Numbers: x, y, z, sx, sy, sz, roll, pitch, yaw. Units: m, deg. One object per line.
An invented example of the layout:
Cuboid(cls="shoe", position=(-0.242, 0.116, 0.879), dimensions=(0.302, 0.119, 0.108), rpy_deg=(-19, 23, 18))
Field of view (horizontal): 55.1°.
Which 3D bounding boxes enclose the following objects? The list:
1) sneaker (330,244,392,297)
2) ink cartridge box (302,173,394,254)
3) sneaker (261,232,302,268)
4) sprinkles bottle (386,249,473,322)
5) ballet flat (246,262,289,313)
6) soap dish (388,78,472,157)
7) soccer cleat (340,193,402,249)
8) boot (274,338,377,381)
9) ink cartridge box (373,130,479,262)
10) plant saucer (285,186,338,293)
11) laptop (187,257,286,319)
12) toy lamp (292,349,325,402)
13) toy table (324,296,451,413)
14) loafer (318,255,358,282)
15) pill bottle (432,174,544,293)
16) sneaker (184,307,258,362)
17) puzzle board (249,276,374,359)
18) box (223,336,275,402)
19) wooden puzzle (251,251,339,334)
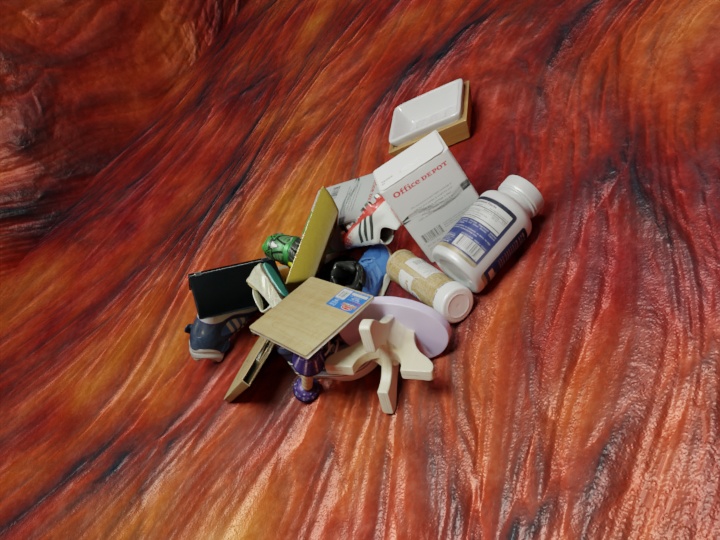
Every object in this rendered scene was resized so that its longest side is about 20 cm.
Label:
Cuboid(cls="sneaker", position=(0.001, 0.000, 1.351), dimensions=(0.076, 0.111, 0.201), rpy_deg=(-12, 44, 35))
Cuboid(cls="ink cartridge box", position=(-0.014, -0.126, 1.525), dimensions=(0.199, 0.083, 0.147), rpy_deg=(-12, 44, 35))
Cuboid(cls="sneaker", position=(-0.160, -0.049, 1.457), dimensions=(0.200, 0.085, 0.079), rpy_deg=(112, 179, -85))
Cuboid(cls="sprinkles bottle", position=(0.121, 0.024, 1.248), dimensions=(0.068, 0.068, 0.200), rpy_deg=(-44, 34, -5))
Cuboid(cls="ballet flat", position=(-0.150, 0.071, 1.278), dimensions=(0.062, 0.067, 0.200), rpy_deg=(-42, 57, 8))
Cuboid(cls="soap dish", position=(0.166, -0.341, 1.587), dimensions=(0.199, 0.081, 0.158), rpy_deg=(-19, 40, 29))
Cuboid(cls="soccer cleat", position=(0.021, -0.076, 1.372), dimensions=(0.069, 0.085, 0.200), rpy_deg=(-41, -3, -32))
Cuboid(cls="boot", position=(-0.065, 0.152, 1.267), dimensions=(0.199, 0.090, 0.073), rpy_deg=(-13, 43, 34))
Cuboid(cls="ink cartridge box", position=(0.137, -0.136, 1.290), dimensions=(0.144, 0.200, 0.084), rpy_deg=(-32, 36, 11))
Cuboid(cls="plant saucer", position=(-0.090, -0.047, 1.378), dimensions=(0.200, 0.048, 0.201), rpy_deg=(118, 172, -81))
Cuboid(cls="laptop", position=(-0.265, 0.048, 1.479), dimensions=(0.186, 0.117, 0.200), rpy_deg=(-12, -11, -16))
Cuboid(cls="toy lamp", position=(-0.090, 0.173, 1.190), dimensions=(0.058, 0.200, 0.059), rpy_deg=(2, 64, -5))
Cuboid(cls="toy table", position=(0.041, 0.130, 1.136), dimensions=(0.199, 0.185, 0.117), rpy_deg=(-11, 30, 29))
Cuboid(cls="loafer", position=(-0.058, 0.043, 1.398), dimensions=(0.072, 0.073, 0.200), rpy_deg=(20, 40, 13))
Cuboid(cls="pill bottle", position=(0.228, -0.068, 1.209), dimensions=(0.200, 0.111, 0.111), rpy_deg=(-47, 35, -9))
Cuboid(cls="sneaker", position=(-0.302, 0.128, 1.533), dimensions=(0.080, 0.147, 0.200), rpy_deg=(30, 27, 21))
Cuboid(cls="puzzle board", position=(-0.084, 0.076, 1.154), dimensions=(0.150, 0.017, 0.199), rpy_deg=(-39, 29, -23))
Cuboid(cls="box", position=(-0.204, 0.171, 1.354), dimensions=(0.164, 0.021, 0.200), rpy_deg=(-61, 9, -27))
Cuboid(cls="wooden puzzle", position=(-0.144, 0.045, 1.505), dimensions=(0.184, 0.037, 0.201), rpy_deg=(-13, 43, 35))
